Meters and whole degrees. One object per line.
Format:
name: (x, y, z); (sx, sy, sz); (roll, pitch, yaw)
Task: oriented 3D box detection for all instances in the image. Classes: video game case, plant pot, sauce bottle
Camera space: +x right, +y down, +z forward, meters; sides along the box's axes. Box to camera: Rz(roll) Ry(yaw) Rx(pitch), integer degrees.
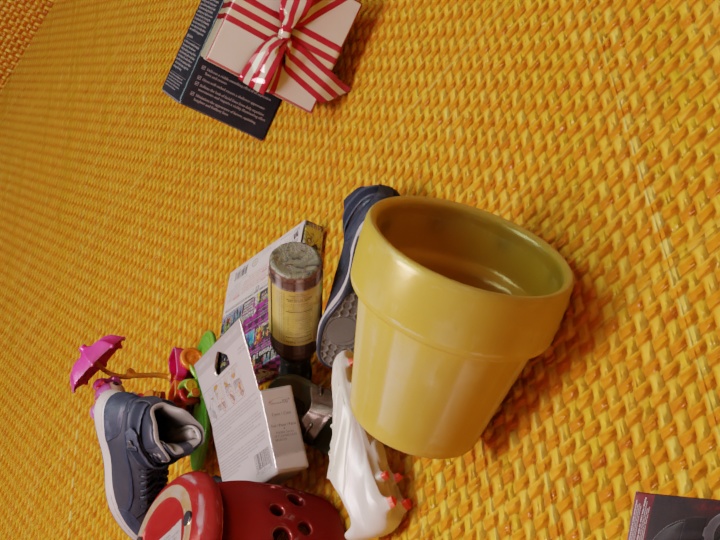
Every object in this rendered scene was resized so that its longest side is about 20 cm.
video game case: (-0.120, 0.054, 1.672); (0.199, 0.035, 0.184); (-32, 45, 48)
plant pot: (0.076, 0.059, 1.189); (0.201, 0.198, 0.191); (-123, 44, -57)
sauce bottle: (-0.075, 0.057, 1.482); (0.202, 0.064, 0.065); (95, 171, -46)
plant pot: (-0.138, 0.316, 1.374); (0.200, 0.181, 0.203); (-41, 36, 39)

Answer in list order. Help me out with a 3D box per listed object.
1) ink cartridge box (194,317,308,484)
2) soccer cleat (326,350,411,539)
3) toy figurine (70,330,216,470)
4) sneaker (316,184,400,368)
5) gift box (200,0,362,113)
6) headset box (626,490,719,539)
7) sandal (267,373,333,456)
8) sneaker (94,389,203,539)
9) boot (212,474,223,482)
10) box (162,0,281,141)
ink cartridge box: (-0.129, 0.165, 1.493); (0.200, 0.044, 0.179); (-41, 60, 61)
soccer cleat: (-0.008, 0.178, 1.326); (0.077, 0.069, 0.202); (-30, 57, 25)
toy figurine: (-0.296, 0.163, 1.716); (0.151, 0.181, 0.202); (122, 152, -49)
sneaker: (0.002, 0.000, 1.466); (0.147, 0.076, 0.204); (-94, 22, -60)
gift box: (-0.096, -0.326, 1.752); (0.187, 0.197, 0.187); (-133, 64, -76)
headset box: (0.250, 0.234, 0.863); (0.199, 0.077, 0.151); (-6, 65, 57)
sandal: (-0.050, 0.162, 1.435); (0.199, 0.057, 0.081); (9, 81, 47)
sneaker: (-0.251, 0.250, 1.596); (0.145, 0.077, 0.205); (-2, 107, 41)
boot: (-0.211, 0.337, 1.619); (0.200, 0.072, 0.145); (-51, 10, 52)
box: (-0.182, -0.321, 1.922); (0.202, 0.147, 0.107); (-64, 29, 6)
